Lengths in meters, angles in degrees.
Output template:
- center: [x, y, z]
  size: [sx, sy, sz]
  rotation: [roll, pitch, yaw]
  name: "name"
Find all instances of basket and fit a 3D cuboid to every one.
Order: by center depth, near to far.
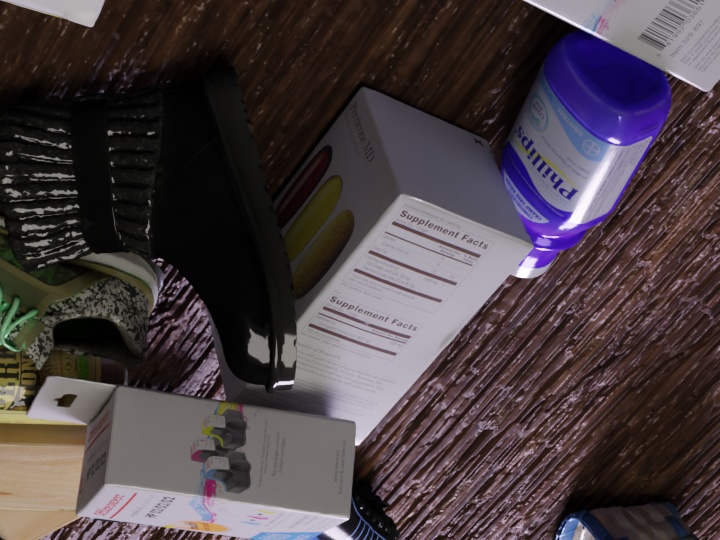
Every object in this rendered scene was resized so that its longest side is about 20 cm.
- center: [0.194, 0.285, 1.417]
  size: [0.200, 0.139, 0.177]
  rotation: [-13, 136, -17]
  name: "basket"

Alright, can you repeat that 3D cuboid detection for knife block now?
- center: [-0.203, 0.115, 1.196]
  size: [0.175, 0.064, 0.200]
  rotation: [-30, 133, 11]
  name: "knife block"

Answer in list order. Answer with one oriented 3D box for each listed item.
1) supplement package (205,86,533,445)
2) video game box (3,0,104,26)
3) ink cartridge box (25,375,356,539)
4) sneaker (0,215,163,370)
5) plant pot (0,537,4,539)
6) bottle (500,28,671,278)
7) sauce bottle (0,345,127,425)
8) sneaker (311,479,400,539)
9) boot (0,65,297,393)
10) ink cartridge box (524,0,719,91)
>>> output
- center: [0.000, 0.000, 1.111]
  size: [0.109, 0.114, 0.200]
  rotation: [20, 124, -32]
  name: "supplement package"
- center: [-0.213, -0.207, 0.794]
  size: [0.182, 0.200, 0.047]
  rotation: [15, 125, -28]
  name: "video game box"
- center: [-0.115, 0.126, 1.095]
  size: [0.200, 0.068, 0.115]
  rotation: [10, 159, -15]
  name: "ink cartridge box"
- center: [-0.219, 0.020, 1.083]
  size: [0.200, 0.089, 0.077]
  rotation: [8, 130, -22]
  name: "sneaker"
- center: [-0.325, 0.243, 1.211]
  size: [0.200, 0.200, 0.134]
  rotation: [17, 99, -29]
  name: "plant pot"
- center: [0.133, -0.068, 1.099]
  size: [0.065, 0.084, 0.200]
  rotation: [-25, 157, -28]
  name: "bottle"
- center: [-0.259, 0.072, 1.137]
  size: [0.200, 0.065, 0.065]
  rotation: [2, 132, -20]
  name: "sauce bottle"
- center: [-0.011, 0.192, 1.325]
  size: [0.078, 0.070, 0.200]
  rotation: [-15, 141, -7]
  name: "sneaker"
- center: [-0.130, -0.014, 1.024]
  size: [0.158, 0.212, 0.079]
  rotation: [-14, 171, -8]
  name: "boot"
- center: [0.163, -0.212, 0.978]
  size: [0.200, 0.088, 0.145]
  rotation: [19, 124, -32]
  name: "ink cartridge box"
